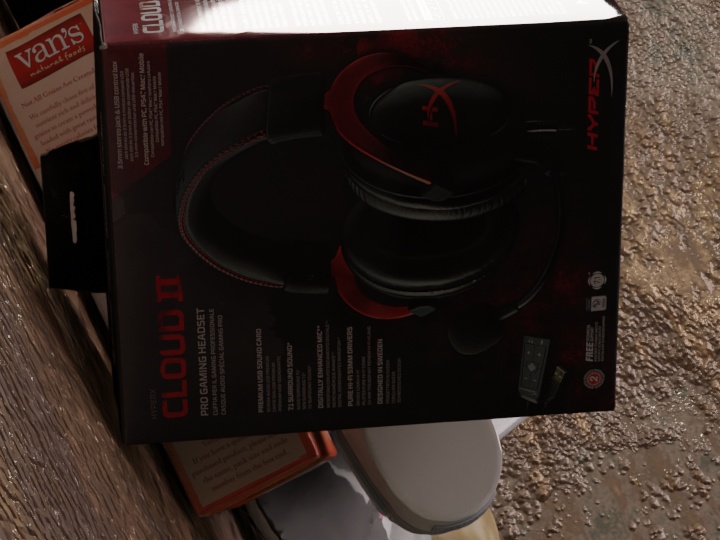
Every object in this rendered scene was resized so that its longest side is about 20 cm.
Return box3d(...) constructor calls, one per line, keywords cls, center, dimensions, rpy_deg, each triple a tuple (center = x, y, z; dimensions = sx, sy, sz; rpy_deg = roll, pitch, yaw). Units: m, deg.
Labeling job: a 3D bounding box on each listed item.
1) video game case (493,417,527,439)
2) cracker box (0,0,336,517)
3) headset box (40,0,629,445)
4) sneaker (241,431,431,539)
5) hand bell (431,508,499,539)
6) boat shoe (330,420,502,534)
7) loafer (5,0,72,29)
box3d(cls="video game case", center=(0.001, 0.027, 1.193), dimensions=(0.183, 0.023, 0.200), rpy_deg=(55, 41, 2))
box3d(cls="cracker box", center=(-0.078, -0.003, 0.948), dimensions=(0.201, 0.057, 0.134), rpy_deg=(63, 1, 4))
box3d(cls="headset box", center=(-0.012, -0.024, 0.818), dimensions=(0.075, 0.198, 0.150), rpy_deg=(-109, -163, -66))
box3d(cls="sneaker", center=(-0.003, 0.146, 1.071), dimensions=(0.201, 0.080, 0.086), rpy_deg=(53, -36, -4))
box3d(cls="hand bell", center=(0.078, 0.186, 1.128), dimensions=(0.200, 0.104, 0.105), rpy_deg=(30, -27, 54))
box3d(cls="boat shoe", center=(-0.006, 0.014, 0.936), dimensions=(0.201, 0.072, 0.069), rpy_deg=(58, -20, 7))
box3d(cls="loafer", center=(-0.131, -0.131, 1.080), dimensions=(0.201, 0.068, 0.071), rpy_deg=(59, 11, -33))
